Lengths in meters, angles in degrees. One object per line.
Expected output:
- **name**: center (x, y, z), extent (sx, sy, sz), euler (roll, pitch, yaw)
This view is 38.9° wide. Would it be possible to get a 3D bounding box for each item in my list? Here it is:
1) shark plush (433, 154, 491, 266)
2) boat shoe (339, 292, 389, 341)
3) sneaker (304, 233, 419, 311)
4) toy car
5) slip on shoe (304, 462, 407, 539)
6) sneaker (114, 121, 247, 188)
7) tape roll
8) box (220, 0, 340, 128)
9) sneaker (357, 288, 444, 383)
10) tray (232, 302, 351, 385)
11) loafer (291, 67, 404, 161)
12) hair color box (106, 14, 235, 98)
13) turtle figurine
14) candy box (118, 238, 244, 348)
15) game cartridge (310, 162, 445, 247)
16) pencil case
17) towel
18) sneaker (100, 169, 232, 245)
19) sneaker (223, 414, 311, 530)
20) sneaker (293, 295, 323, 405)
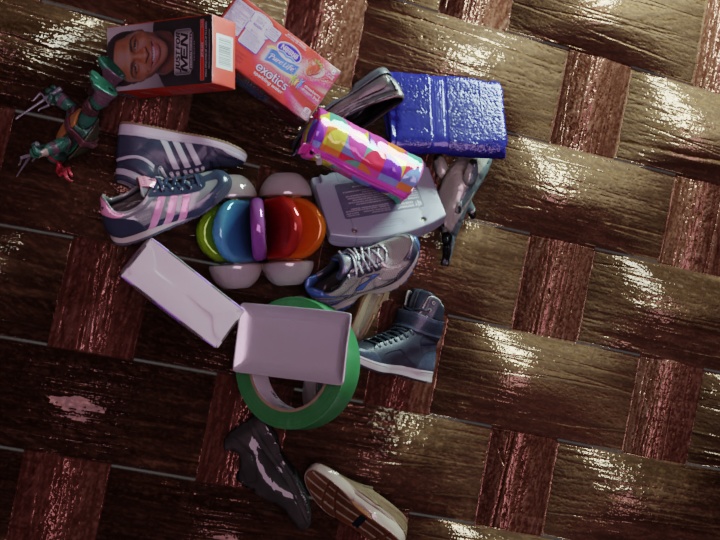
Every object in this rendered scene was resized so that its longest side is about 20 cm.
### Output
- **shark plush**: center (0.173, -0.107, 1.689), extent (0.083, 0.090, 0.202), euler (13, 80, -46)
- **boat shoe**: center (0.015, 0.024, 1.651), extent (0.065, 0.072, 0.201), euler (35, 76, -50)
- **sneaker**: center (0.000, 0.000, 1.575), extent (0.199, 0.085, 0.077), euler (-31, 55, 17)
- **toy car**: center (-0.149, -0.062, 1.557), extent (0.198, 0.150, 0.177), euler (-3, 92, -15)
- **slip on shoe**: center (-0.004, 0.372, 1.649), extent (0.200, 0.076, 0.061), euler (37, 42, -4)
- **sneaker**: center (-0.279, -0.156, 1.562), extent (0.198, 0.070, 0.109), euler (11, 83, -8)
- **tape roll**: center (-0.098, 0.142, 1.562), extent (0.199, 0.048, 0.202), euler (-5, 80, 29)
- **box**: center (-0.143, -0.322, 1.584), extent (0.199, 0.095, 0.100), euler (35, 83, -12)
- **sneaker**: center (0.053, 0.094, 1.626), extent (0.201, 0.077, 0.147), euler (15, 92, -42)
- **tray**: center (-0.101, 0.109, 1.529), extent (0.199, 0.022, 0.108), euler (4, 83, 29)
- **loafer**: center (-0.019, -0.237, 1.610), extent (0.200, 0.072, 0.063), euler (-40, 68, 2)
- **hair color box**: center (-0.282, -0.314, 1.506), extent (0.199, 0.061, 0.102), euler (0, 90, 29)
- **turtle figurine**: center (-0.429, -0.220, 1.504), extent (0.200, 0.150, 0.100), euler (-41, 132, 22)
- **candy box**: center (-0.268, 0.031, 1.500), extent (0.167, 0.200, 0.072), euler (39, 81, -12)
- **game cartridge**: center (0.030, -0.104, 1.631), extent (0.198, 0.041, 0.134), euler (-10, 59, -16)
- **pencil case**: center (-0.002, -0.173, 1.569), extent (0.199, 0.088, 0.089), euler (21, 85, -18)
- **towel**: center (0.136, -0.248, 1.660), extent (0.198, 0.050, 0.149), euler (3, 67, -8)
- **sneaker**: center (-0.286, -0.111, 1.495), extent (0.199, 0.070, 0.082), euler (-28, 132, -11)
- **sneaker**: center (-0.145, 0.326, 1.610), extent (0.090, 0.076, 0.201), euler (-30, 91, -3)
- **sneaker**: center (-0.070, 0.138, 1.611), extent (0.075, 0.088, 0.202), euler (-15, 94, -13)
